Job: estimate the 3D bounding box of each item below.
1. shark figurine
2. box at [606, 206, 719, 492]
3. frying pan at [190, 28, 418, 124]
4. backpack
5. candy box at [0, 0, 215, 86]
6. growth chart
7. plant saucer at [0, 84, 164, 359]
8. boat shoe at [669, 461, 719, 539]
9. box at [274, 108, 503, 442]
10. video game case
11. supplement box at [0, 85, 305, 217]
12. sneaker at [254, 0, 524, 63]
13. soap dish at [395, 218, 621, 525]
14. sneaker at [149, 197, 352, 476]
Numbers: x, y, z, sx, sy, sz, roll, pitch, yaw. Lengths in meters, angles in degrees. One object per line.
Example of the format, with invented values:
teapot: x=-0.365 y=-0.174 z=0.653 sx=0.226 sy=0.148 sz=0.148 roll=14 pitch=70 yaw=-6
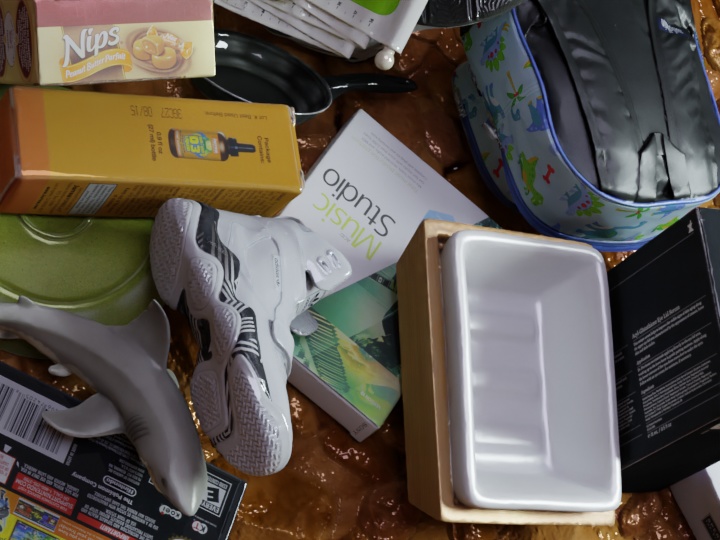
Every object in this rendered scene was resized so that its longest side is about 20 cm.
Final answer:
shark figurine: x=-0.166 y=0.044 z=1.107 sx=0.214 sy=0.090 sz=0.128 roll=34 pitch=32 yaw=-8
box: x=0.219 y=0.061 z=1.242 sx=0.078 sy=0.200 sz=0.142 roll=1 pitch=68 yaw=-25
frying pan: x=-0.054 y=-0.142 z=1.292 sx=0.115 sy=0.031 sz=0.189 roll=38 pitch=29 yaw=23
backpack: x=0.173 y=-0.114 z=1.330 sx=0.182 sy=0.147 sz=0.202 roll=-3 pitch=65 yaw=-28
candy box: x=-0.183 y=-0.148 z=1.138 sx=0.115 sy=0.200 sz=0.056 roll=-7 pitch=100 yaw=-27
growth chart: x=-0.036 y=-0.225 z=1.242 sx=0.198 sy=0.018 sz=0.146 roll=19 pitch=91 yaw=9
plant saucer: x=-0.206 y=-0.041 z=1.179 sx=0.198 sy=0.031 sz=0.202 roll=10 pitch=64 yaw=-21
boat shoe: x=0.289 y=0.206 z=1.298 sx=0.066 sy=0.070 sz=0.201 roll=-14 pitch=67 yaw=-29
box: x=0.000 y=0.000 z=1.260 sx=0.144 sy=0.036 sz=0.201 roll=39 pitch=58 yaw=-6
video game case: x=-0.187 y=0.170 z=1.098 sx=0.199 sy=0.025 sz=0.182 roll=28 pitch=58 yaw=-14
supplement box: x=-0.140 y=-0.073 z=1.170 sx=0.198 sy=0.069 sz=0.067 roll=1 pitch=68 yaw=-25
sneaker: x=0.031 y=-0.200 z=1.296 sx=0.199 sy=0.115 sz=0.076 roll=-5 pitch=86 yaw=11
soap dish: x=0.099 y=0.074 z=1.222 sx=0.156 sy=0.081 sz=0.202 roll=7 pitch=74 yaw=-36
sneaker: x=-0.055 y=0.036 z=1.133 sx=0.114 sy=0.075 sz=0.201 roll=-1 pitch=52 yaw=-32
